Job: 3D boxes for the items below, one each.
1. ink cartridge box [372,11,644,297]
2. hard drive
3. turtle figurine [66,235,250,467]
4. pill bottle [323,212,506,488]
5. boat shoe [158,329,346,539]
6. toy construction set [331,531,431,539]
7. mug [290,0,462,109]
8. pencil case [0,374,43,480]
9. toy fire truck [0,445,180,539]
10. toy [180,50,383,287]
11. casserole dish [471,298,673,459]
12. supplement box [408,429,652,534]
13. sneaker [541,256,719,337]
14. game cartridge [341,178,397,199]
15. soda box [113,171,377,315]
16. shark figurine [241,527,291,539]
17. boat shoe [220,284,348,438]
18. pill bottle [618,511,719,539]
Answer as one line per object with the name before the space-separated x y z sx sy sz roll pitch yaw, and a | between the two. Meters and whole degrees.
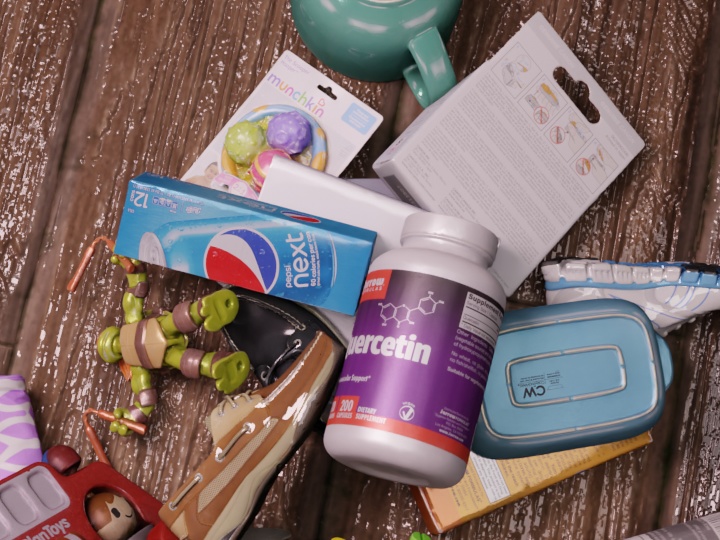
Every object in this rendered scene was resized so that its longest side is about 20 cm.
ink cartridge box | 0.130 -0.098 1.350 0.163 0.057 0.200 49 67 -15
hard drive | 0.000 0.000 1.296 0.200 0.025 0.132 21 99 1
turtle figurine | -0.165 0.069 1.284 0.161 0.064 0.200 -3 86 38
pill bottle | 0.047 0.061 1.205 0.112 0.112 0.200 15 75 -1
boat shoe | -0.086 0.129 1.200 0.074 0.076 0.200 33 87 6
toy construction set | 0.062 0.287 1.235 0.200 0.131 0.092 52 122 31
mug | 0.030 -0.246 1.358 0.185 0.114 0.152 27 78 2
pencil case | -0.297 0.179 1.263 0.084 0.086 0.200 -15 81 3
toy fire truck | -0.214 0.217 1.215 0.112 0.200 0.168 -40 85 28
toy | -0.088 -0.089 1.332 0.115 0.047 0.200 37 88 19
casserole dish | 0.164 0.087 1.269 0.200 0.039 0.121 -8 84 -6
supplement box | 0.141 0.156 1.310 0.200 0.067 0.069 -24 81 -8
sneaker | 0.254 0.035 1.349 0.200 0.075 0.087 2 95 -3
game cartridge | -0.001 0.019 1.343 0.133 0.041 0.200 0 78 -8
soda box | -0.091 -0.023 1.251 0.200 0.068 0.064 14 100 2
shark figurine | -0.106 0.311 1.259 0.128 0.089 0.215 -16 87 -41
boat shoe | -0.043 0.086 1.267 0.199 0.066 0.075 45 107 -3
pill bottle | 0.241 0.272 1.270 0.200 0.113 0.113 -14 80 -6
